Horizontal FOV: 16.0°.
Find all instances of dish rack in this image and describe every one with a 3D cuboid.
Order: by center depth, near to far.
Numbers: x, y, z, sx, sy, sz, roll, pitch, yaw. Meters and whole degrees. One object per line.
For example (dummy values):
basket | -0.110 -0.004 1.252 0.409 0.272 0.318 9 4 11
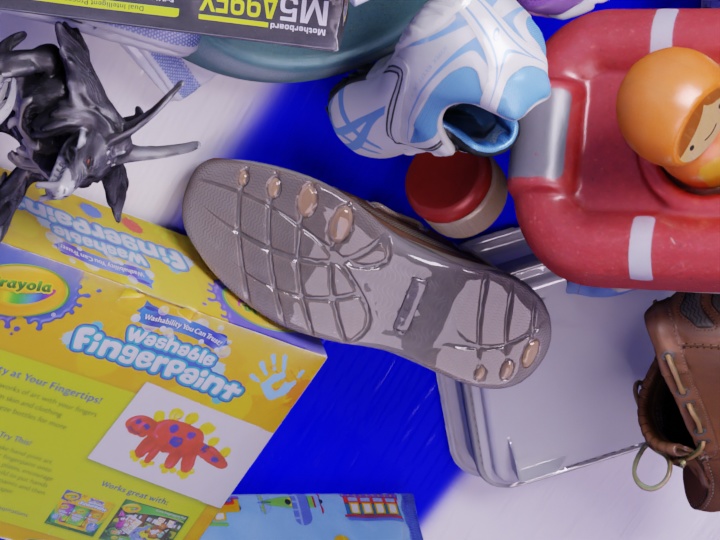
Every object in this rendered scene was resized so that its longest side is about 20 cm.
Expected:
dish rack | 0.141 0.040 1.398 0.199 0.044 0.173 -17 129 -8

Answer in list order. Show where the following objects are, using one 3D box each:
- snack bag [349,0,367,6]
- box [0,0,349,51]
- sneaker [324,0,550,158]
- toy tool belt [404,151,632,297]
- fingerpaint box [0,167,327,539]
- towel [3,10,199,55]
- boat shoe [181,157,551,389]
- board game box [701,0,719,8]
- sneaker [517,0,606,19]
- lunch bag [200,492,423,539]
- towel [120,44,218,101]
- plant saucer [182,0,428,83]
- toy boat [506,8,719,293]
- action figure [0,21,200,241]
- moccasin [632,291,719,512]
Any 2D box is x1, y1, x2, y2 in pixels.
snack bag | 0.059 -0.224 1.038 0.188 0.021 0.201 -23 128 -34
box | -0.097 -0.183 1.053 0.198 0.044 0.161 7 117 2
sneaker | 0.035 -0.077 1.193 0.072 0.200 0.073 -28 87 -16
toy tool belt | 0.135 -0.035 1.285 0.199 0.126 0.123 -12 150 22
fingerpaint box | -0.146 0.054 1.288 0.199 0.074 0.167 20 118 -31
towel | -0.120 -0.196 1.093 0.146 0.024 0.201 16 118 0
boat shoe | 0.000 0.000 1.296 0.199 0.072 0.076 28 100 -10
board game box | 0.235 -0.167 1.279 0.125 0.035 0.201 -11 129 -10
sneaker | 0.106 -0.210 1.162 0.088 0.080 0.201 2 122 -47
lunch bag | -0.058 0.220 1.451 0.149 0.095 0.201 2 137 -22
towel | -0.047 -0.176 1.182 0.199 0.024 0.147 -33 130 7
plant saucer | -0.018 -0.166 1.171 0.199 0.027 0.201 -12 130 -15
toy boat | 0.152 -0.061 1.136 0.198 0.132 0.131 2 169 23
action figure | -0.176 -0.050 1.137 0.198 0.103 0.119 4 141 18
moccasin | 0.174 0.072 1.341 0.077 0.074 0.202 -13 154 1
